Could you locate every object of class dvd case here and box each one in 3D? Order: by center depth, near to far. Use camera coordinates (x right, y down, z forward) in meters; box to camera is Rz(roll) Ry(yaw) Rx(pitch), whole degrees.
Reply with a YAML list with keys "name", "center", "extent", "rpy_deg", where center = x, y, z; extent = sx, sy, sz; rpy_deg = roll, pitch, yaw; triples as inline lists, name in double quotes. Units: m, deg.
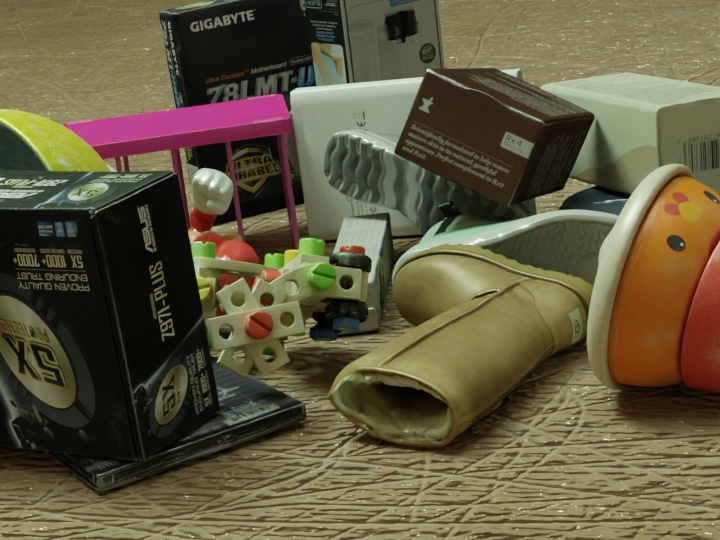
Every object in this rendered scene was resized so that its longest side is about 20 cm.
- name: "dvd case"
  center: [-0.146, 0.094, 1.298]
  extent: [0.148, 0.016, 0.200]
  rpy_deg: [-18, 19, -26]

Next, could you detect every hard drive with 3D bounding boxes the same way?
- name: "hard drive"
  center: [0.045, -0.097, 1.644]
  extent: [0.199, 0.133, 0.027]
  rpy_deg: [-3, 14, 18]

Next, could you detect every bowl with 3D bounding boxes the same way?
- name: "bowl"
  center: [-0.228, -0.029, 1.435]
  extent: [0.199, 0.202, 0.107]
  rpy_deg: [7, 20, 42]

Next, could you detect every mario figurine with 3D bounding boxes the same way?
- name: "mario figurine"
  center: [-0.156, -0.017, 1.492]
  extent: [0.106, 0.124, 0.200]
  rpy_deg: [-19, 23, -31]

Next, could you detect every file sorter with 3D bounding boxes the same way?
- name: "file sorter"
  center: [-0.154, -0.068, 1.661]
  extent: [0.199, 0.126, 0.139]
  rpy_deg: [-8, 14, -3]

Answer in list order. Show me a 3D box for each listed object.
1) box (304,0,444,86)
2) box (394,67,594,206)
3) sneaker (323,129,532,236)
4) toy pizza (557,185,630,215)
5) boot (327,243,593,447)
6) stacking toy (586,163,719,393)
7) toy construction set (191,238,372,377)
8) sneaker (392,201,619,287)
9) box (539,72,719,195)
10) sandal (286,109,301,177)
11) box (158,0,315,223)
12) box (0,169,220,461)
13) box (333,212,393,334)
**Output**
- name: "box"
  center: [0.020, -0.171, 1.794]
  extent: [0.116, 0.201, 0.060]
  rpy_deg: [-17, 19, -35]
- name: "box"
  center: [0.108, -0.106, 1.493]
  extent: [0.100, 0.075, 0.200]
  rpy_deg: [26, 11, 14]
- name: "sneaker"
  center: [0.068, -0.070, 1.562]
  extent: [0.199, 0.075, 0.082]
  rpy_deg: [32, 31, 27]
- name: "toy pizza"
  center: [0.256, -0.045, 1.537]
  extent: [0.199, 0.032, 0.200]
  rpy_deg: [-5, 13, 1]
- name: "boot"
  center: [0.045, 0.046, 1.279]
  extent: [0.174, 0.067, 0.200]
  rpy_deg: [4, 21, 37]
- name: "stacking toy"
  center: [0.249, 0.028, 1.176]
  extent: [0.199, 0.147, 0.146]
  rpy_deg: [18, 26, 24]
- name: "toy construction set"
  center: [-0.067, 0.019, 1.323]
  extent: [0.130, 0.093, 0.200]
  rpy_deg: [7, 4, -15]
- name: "sneaker"
  center: [0.129, -0.019, 1.439]
  extent: [0.199, 0.074, 0.118]
  rpy_deg: [-5, 16, 12]
- name: "box"
  center: [0.233, -0.112, 1.590]
  extent: [0.094, 0.078, 0.200]
  rpy_deg: [-10, 14, -19]
- name: "sandal"
  center: [0.031, -0.098, 1.719]
  extent: [0.205, 0.080, 0.059]
  rpy_deg: [17, 32, 15]
- name: "box"
  center: [-0.075, -0.164, 1.820]
  extent: [0.199, 0.200, 0.050]
  rpy_deg: [-14, 16, -21]
- name: "box"
  center: [-0.205, 0.024, 1.244]
  extent: [0.199, 0.165, 0.086]
  rpy_deg: [3, 20, 33]
- name: "box"
  center: [0.000, 0.000, 1.504]
  extent: [0.041, 0.039, 0.200]
  rpy_deg: [-5, 16, 5]
